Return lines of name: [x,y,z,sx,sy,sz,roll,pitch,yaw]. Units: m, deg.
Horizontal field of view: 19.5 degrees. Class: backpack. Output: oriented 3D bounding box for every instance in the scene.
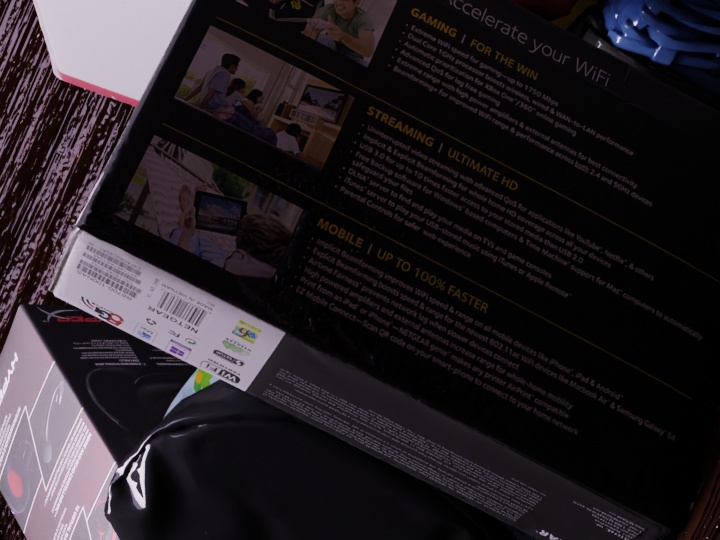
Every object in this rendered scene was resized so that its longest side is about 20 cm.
backpack: [0.021,0.053,0.759,0.154,0.163,0.200,-55,0,17]

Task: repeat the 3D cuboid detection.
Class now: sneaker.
sneaker: [0.118,-0.086,0.711,0.112,0.076,0.200,-62,3,10]

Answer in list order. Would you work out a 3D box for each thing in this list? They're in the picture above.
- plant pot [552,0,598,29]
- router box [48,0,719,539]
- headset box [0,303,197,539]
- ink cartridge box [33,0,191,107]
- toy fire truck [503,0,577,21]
plant pot: [0.088,-0.177,1.038,0.200,0.198,0.185,137,142,-80]
router box: [0.024,-0.016,0.662,0.150,0.199,0.051,-66,7,-30]
headset box: [-0.050,0.103,0.855,0.200,0.148,0.075,50,126,41]
ink cartridge box: [-0.026,-0.152,0.891,0.200,0.144,0.084,-51,-35,-33]
toy fire truck: [0.061,-0.157,0.717,0.200,0.128,0.177,-4,59,63]
